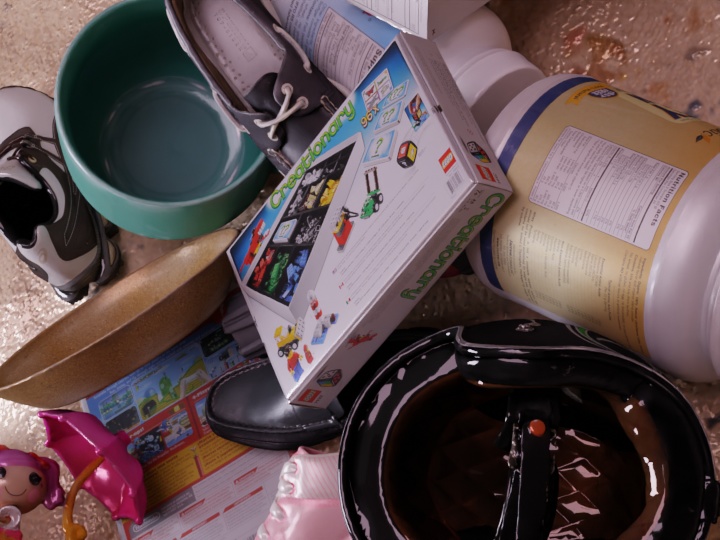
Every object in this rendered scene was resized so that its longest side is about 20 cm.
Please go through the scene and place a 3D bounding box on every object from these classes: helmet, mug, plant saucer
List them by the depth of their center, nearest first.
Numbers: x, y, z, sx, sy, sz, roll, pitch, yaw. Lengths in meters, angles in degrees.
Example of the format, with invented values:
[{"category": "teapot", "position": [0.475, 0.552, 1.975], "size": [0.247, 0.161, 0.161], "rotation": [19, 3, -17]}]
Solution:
[{"category": "helmet", "position": [0.093, 0.119, 1.237], "size": [0.202, 0.199, 0.191], "rotation": [-70, 15, -10]}, {"category": "plant saucer", "position": [-0.158, 0.039, 1.452], "size": [0.199, 0.200, 0.036], "rotation": [-28, 101, 18]}, {"category": "mug", "position": [-0.118, -0.089, 1.486], "size": [0.185, 0.114, 0.152], "rotation": [39, 76, 7]}]

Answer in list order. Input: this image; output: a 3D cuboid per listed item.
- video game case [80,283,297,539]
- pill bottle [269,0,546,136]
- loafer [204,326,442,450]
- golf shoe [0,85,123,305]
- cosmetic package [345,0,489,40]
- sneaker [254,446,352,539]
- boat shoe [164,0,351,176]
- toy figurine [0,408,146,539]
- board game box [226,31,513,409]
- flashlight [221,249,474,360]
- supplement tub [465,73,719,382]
[{"category": "video game case", "position": [-0.108, 0.126, 1.459], "size": [0.142, 0.017, 0.201], "rotation": [-31, 58, 16]}, {"category": "pill bottle", "position": [0.029, -0.145, 1.433], "size": [0.200, 0.109, 0.109], "rotation": [40, 92, 35]}, {"category": "loafer", "position": [-0.012, 0.070, 1.383], "size": [0.199, 0.070, 0.069], "rotation": [-9, 65, 20]}, {"category": "golf shoe", "position": [-0.238, -0.072, 1.570], "size": [0.078, 0.094, 0.201], "rotation": [-40, 54, 12]}, {"category": "cosmetic package", "position": [0.077, -0.224, 1.402], "size": [0.082, 0.051, 0.200], "rotation": [31, 50, 27]}, {"category": "sneaker", "position": [-0.045, 0.172, 1.352], "size": [0.199, 0.075, 0.105], "rotation": [-26, 82, 11]}, {"category": "boat shoe", "position": [-0.057, -0.119, 1.394], "size": [0.074, 0.060, 0.201], "rotation": [-37, 78, 19]}, {"category": "toy figurine", "position": [-0.213, 0.176, 1.401], "size": [0.198, 0.150, 0.186], "rotation": [10, 58, -10]}, {"category": "board game box", "position": [0.000, -0.028, 1.316], "size": [0.200, 0.034, 0.127], "rotation": [-50, 48, 31]}, {"category": "flashlight", "position": [0.000, 0.000, 1.396], "size": [0.199, 0.068, 0.068], "rotation": [-26, 24, 25]}, {"category": "supplement tub", "position": [0.174, -0.021, 1.275], "size": [0.199, 0.144, 0.145], "rotation": [25, 84, 35]}]
